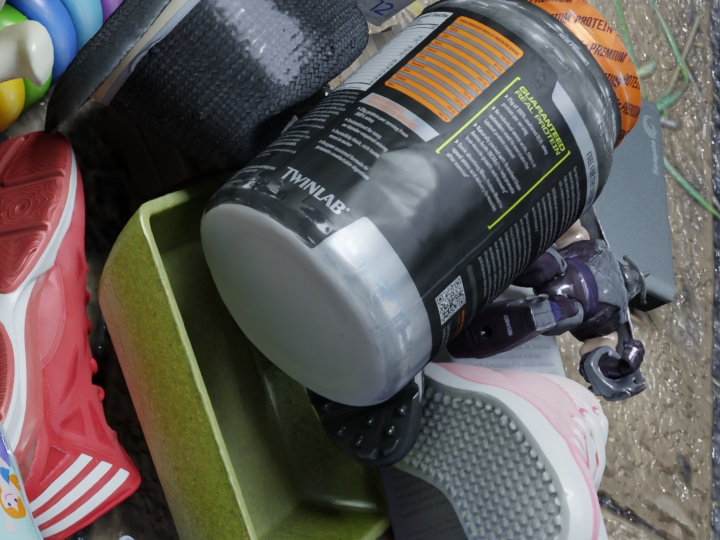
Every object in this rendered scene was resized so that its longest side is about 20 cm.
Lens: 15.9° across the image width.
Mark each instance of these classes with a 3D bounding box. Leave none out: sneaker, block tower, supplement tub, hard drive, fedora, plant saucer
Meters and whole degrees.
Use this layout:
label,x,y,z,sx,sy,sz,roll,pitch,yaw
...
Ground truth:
label,x,y,z,sx,sy,sz,roll,pitch,yaw
sneaker,-0.150,0.040,1.185,0.116,0.078,0.201,56,34,-43
block tower,-0.044,-0.085,1.367,0.200,0.054,0.058,-20,88,-51
sneaker,0.000,0.000,1.282,0.090,0.066,0.201,16,57,-69
sneaker,0.091,0.093,1.243,0.104,0.200,0.076,7,102,-25
supplement tub,0.032,-0.042,1.183,0.200,0.122,0.123,-42,106,-27
hard drive,0.115,-0.068,1.562,0.200,0.033,0.140,23,55,-42
fedora,-0.056,-0.108,1.191,0.092,0.201,0.201,44,41,-4
plant saucer,-0.060,0.058,1.234,0.200,0.048,0.201,-30,102,-72

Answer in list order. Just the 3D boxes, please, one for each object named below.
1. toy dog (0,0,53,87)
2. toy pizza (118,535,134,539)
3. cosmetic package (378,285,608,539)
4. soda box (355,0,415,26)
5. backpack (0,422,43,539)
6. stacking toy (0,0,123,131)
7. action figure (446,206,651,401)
label,x,y,z,sx,sy,sz,roll,pitch,yaw
toy dog,-0.203,-0.147,1.126,0.200,0.194,0.140,-34,140,-30
toy pizza,-0.101,0.215,1.097,0.200,0.032,0.201,-5,90,-88
cosmetic package,0.059,0.074,1.392,0.101,0.071,0.201,2,70,-50
soda box,-0.040,-0.197,1.309,0.199,0.068,0.064,20,51,-40
backpack,-0.202,0.151,0.995,0.177,0.150,0.201,-16,89,-53
stacking toy,-0.179,-0.098,1.206,0.085,0.085,0.200,49,48,-21
action figure,0.106,0.011,1.369,0.200,0.069,0.131,-5,66,-56
